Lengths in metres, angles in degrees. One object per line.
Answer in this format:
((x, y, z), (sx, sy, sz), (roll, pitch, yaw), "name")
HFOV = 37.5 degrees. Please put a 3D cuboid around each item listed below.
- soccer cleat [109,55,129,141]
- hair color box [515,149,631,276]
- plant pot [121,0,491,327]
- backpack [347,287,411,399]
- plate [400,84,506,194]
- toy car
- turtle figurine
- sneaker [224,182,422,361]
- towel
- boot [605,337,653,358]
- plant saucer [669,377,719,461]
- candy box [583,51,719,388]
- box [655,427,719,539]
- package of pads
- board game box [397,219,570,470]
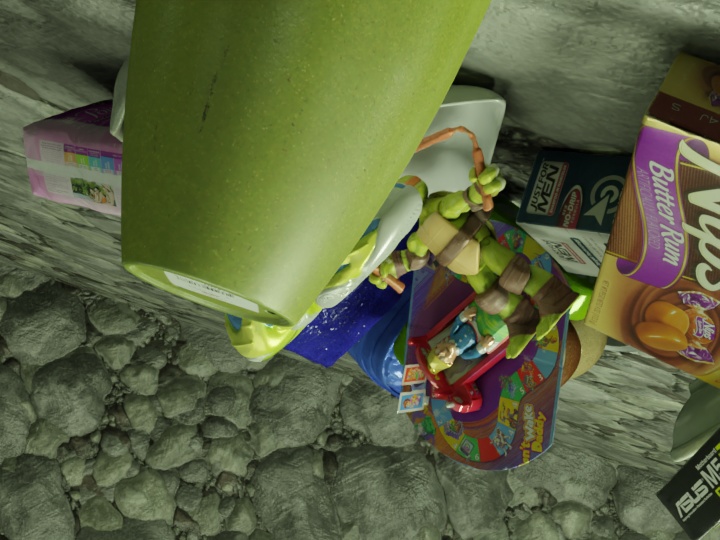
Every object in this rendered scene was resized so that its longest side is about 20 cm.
((-0.098, -0.110, 0.792), (0.197, 0.088, 0.070), (14, 169, 20), "soccer cleat")
((0.218, -0.030, 0.726), (0.198, 0.061, 0.100), (10, 164, 38), "hair color box")
((-0.047, -0.082, 0.542), (0.184, 0.203, 0.187), (18, 169, 4), "plant pot")
((0.087, 0.075, 1.163), (0.167, 0.163, 0.200), (32, 171, 45), "backpack")
((-0.003, -0.081, 0.761), (0.196, 0.033, 0.200), (-6, 162, 0), "plate")
((0.157, 0.040, 0.942), (0.198, 0.166, 0.158), (-2, -141, -49), "toy car")
((0.071, -0.012, 0.765), (0.161, 0.064, 0.200), (44, 138, 0), "turtle figurine")
((-0.049, -0.019, 0.738), (0.105, 0.076, 0.200), (48, 124, -1), "sneaker")
((0.000, 0.000, 0.918), (0.147, 0.200, 0.050), (31, -160, -49), "towel")
((0.237, 0.054, 1.079), (0.095, 0.075, 0.198), (20, 176, -40), "boot")
((0.339, 0.089, 0.911), (0.051, 0.198, 0.200), (56, 178, 14), "plant saucer")
((0.205, -0.017, 0.607), (0.115, 0.057, 0.201), (26, 151, 17), "candy box")
((0.311, 0.090, 0.718), (0.044, 0.198, 0.161), (53, 150, 23), "box")
((-0.183, -0.097, 0.916), (0.197, 0.077, 0.120), (12, -154, 34), "package of pads")
((0.085, 0.061, 0.844), (0.156, 0.204, 0.039), (14, -168, 42), "board game box")
